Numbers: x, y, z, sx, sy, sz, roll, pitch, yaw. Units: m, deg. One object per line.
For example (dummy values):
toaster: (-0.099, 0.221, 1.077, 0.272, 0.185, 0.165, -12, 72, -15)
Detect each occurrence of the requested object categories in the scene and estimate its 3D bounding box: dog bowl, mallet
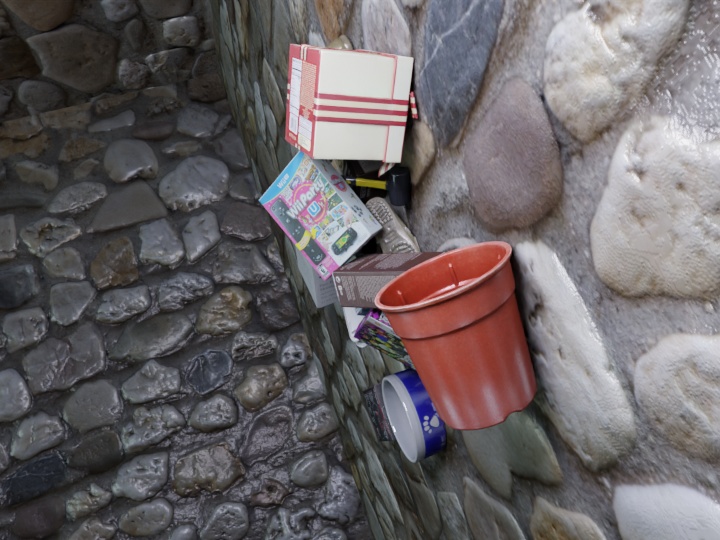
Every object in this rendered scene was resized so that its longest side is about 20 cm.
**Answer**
dog bowl: (0.122, 0.335, 1.362, 0.200, 0.077, 0.205, 163, 91, -76)
mallet: (0.001, -0.174, 1.087, 0.041, 0.195, 0.067, -56, -23, -51)

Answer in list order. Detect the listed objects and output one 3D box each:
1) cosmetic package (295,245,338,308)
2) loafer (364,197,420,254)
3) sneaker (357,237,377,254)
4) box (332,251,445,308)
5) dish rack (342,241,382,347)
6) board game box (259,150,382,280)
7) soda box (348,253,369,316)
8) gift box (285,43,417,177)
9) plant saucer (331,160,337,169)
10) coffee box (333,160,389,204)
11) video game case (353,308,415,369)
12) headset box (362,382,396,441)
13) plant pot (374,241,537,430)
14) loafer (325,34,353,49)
cosmetic package: (-0.073, -0.049, 1.504, 0.203, 0.161, 0.166, 86, 161, -45)
loafer: (0.076, -0.049, 1.126, 0.204, 0.074, 0.068, 65, -158, 1)
sneaker: (-0.045, -0.106, 1.162, 0.197, 0.076, 0.106, 31, -172, -12)
box: (0.055, 0.017, 1.041, 0.197, 0.099, 0.077, -2, 109, 44)
dish rack: (0.012, 0.048, 1.297, 0.171, 0.043, 0.204, -39, 53, 33)
board game box: (-0.076, -0.107, 1.098, 0.147, 0.064, 0.201, -41, 87, 31)
soda box: (0.000, 0.000, 1.238, 0.064, 0.067, 0.203, -50, 47, 33)
gift box: (-0.019, -0.269, 0.983, 0.185, 0.182, 0.205, -131, 42, -53)
plant saucer: (-0.027, -0.168, 1.336, 0.200, 0.035, 0.204, -25, -89, -90)
coffee box: (-0.012, -0.251, 1.201, 0.114, 0.078, 0.204, 101, 149, -63)
video game case: (0.083, 0.140, 1.153, 0.178, 0.036, 0.200, 29, 161, -1)
headset box: (0.078, 0.380, 1.592, 0.200, 0.073, 0.152, 119, 132, -71)
plant pot: (0.144, 0.094, 0.806, 0.199, 0.197, 0.200, 67, 167, -12)
loafer: (-0.054, -0.396, 1.223, 0.202, 0.066, 0.077, 93, 156, -53)
